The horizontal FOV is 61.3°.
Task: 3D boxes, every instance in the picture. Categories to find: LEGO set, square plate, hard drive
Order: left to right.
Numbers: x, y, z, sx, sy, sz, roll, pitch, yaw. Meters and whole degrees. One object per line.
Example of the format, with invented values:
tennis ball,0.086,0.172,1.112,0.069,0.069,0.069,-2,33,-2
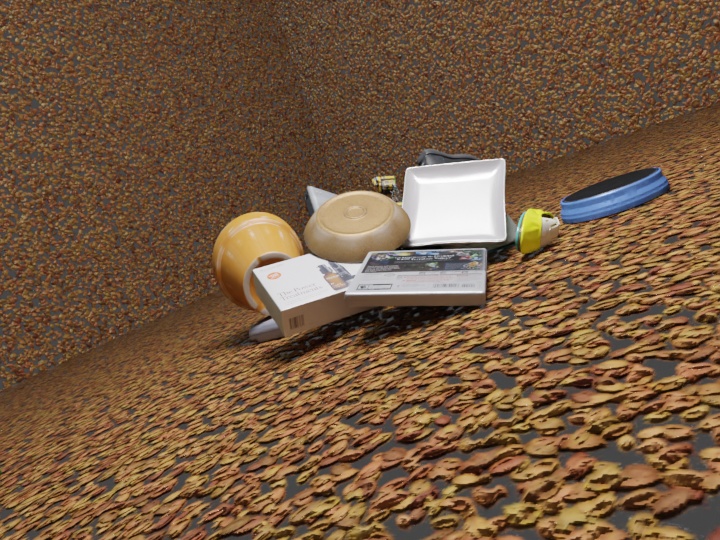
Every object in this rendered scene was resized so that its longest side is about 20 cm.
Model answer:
hard drive,-0.032,-0.084,1.183,0.136,0.033,0.202,16,30,-26
LEGO set,0.030,-0.114,1.322,0.111,0.157,0.203,-4,40,-6
square plate,0.170,-0.119,1.113,0.191,0.029,0.205,-3,51,17

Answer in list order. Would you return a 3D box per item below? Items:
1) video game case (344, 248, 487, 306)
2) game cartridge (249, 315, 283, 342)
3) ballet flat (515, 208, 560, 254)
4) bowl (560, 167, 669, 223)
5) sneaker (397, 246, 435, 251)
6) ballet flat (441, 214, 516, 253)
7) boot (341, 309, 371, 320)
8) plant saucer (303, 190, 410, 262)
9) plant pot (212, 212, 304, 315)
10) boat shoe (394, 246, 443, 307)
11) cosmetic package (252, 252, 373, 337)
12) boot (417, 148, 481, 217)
video game case,0.089,0.008,0.900,0.193,0.024,0.182,-2,21,14
game cartridge,-0.119,0.085,1.228,0.130,0.042,0.199,-12,11,35
ballet flat,0.305,-0.072,1.033,0.065,0.069,0.199,5,14,19
bowl,0.470,-0.143,1.138,0.195,0.041,0.201,-21,7,3
sneaker,0.119,-0.094,1.205,0.075,0.115,0.203,-13,40,39
ballet flat,0.204,-0.050,1.136,0.194,0.071,0.069,-23,7,-6
boot,-0.066,0.046,1.087,0.194,0.073,0.145,-12,21,9
plant saucer,-0.007,-0.089,1.076,0.193,0.036,0.203,-5,37,3
plant pot,-0.195,0.001,1.242,0.195,0.206,0.183,-22,23,-14
boat shoe,0.100,0.010,1.010,0.073,0.064,0.199,-14,11,33
cosmetic package,-0.063,0.024,1.002,0.194,0.053,0.150,-17,29,-22
boot,0.206,-0.151,1.224,0.159,0.204,0.067,5,-46,-19
